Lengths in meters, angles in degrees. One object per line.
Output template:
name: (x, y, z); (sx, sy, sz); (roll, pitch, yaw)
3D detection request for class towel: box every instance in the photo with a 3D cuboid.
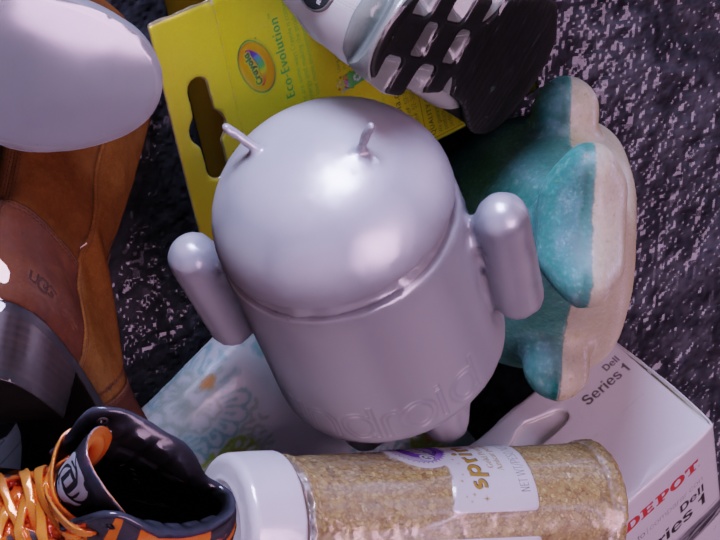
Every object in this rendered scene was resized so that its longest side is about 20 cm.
towel: (-0.032, 0.108, 1.431); (0.171, 0.048, 0.200); (-46, 129, -12)

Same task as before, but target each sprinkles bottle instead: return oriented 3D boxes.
sprinkles bottle: (0.025, 0.115, 1.318); (0.200, 0.068, 0.068); (0, 110, -28)

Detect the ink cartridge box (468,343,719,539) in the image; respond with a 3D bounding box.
ink cartridge box: (0.115, 0.151, 1.492); (0.146, 0.084, 0.200); (-40, 149, -16)

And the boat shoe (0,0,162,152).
boat shoe: (-0.184, -0.095, 1.183); (0.200, 0.066, 0.072); (1, 115, -11)

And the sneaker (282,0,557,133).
sneaker: (0.025, -0.119, 1.297); (0.074, 0.088, 0.200); (-58, 155, 6)

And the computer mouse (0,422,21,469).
computer mouse: (-0.177, 0.126, 1.282); (0.200, 0.044, 0.110); (-59, 138, -36)

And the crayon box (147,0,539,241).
crayon box: (-0.016, -0.108, 1.346); (0.200, 0.051, 0.127); (-27, 123, -25)

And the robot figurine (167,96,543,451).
robot figurine: (0.000, 0.000, 1.295); (0.169, 0.113, 0.200); (-10, 138, 13)

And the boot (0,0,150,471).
boot: (-0.124, -0.007, 1.276); (0.188, 0.068, 0.200); (45, 46, -51)

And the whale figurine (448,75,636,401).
whale figurine: (0.082, -0.017, 1.377); (0.104, 0.200, 0.159); (3, 88, -2)

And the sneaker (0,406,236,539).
sneaker: (-0.147, 0.095, 1.190); (0.200, 0.078, 0.112); (3, 151, -19)
